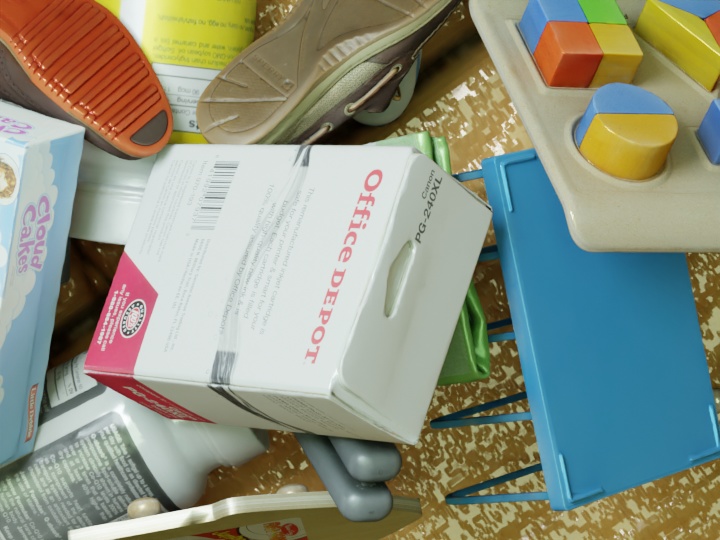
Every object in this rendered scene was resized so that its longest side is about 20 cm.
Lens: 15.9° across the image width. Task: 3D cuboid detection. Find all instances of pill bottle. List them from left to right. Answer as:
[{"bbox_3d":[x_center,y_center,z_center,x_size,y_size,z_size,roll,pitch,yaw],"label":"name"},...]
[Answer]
[{"bbox_3d":[-0.163,0.111,1.561,0.199,0.116,0.117,-27,91,5],"label":"pill bottle"},{"bbox_3d":[-0.123,-0.116,1.549,0.113,0.114,0.202,7,93,3],"label":"pill bottle"}]

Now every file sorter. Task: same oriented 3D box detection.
[{"bbox_3d":[0.108,0.030,1.518,0.138,0.122,0.202,-13,92,-40],"label":"file sorter"}]

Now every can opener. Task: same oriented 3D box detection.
[{"bbox_3d":[-0.035,0.075,1.487,0.066,0.200,0.053,-3,121,-25],"label":"can opener"}]

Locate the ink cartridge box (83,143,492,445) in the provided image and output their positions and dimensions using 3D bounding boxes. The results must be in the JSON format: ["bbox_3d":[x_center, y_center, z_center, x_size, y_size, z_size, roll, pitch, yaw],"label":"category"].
[{"bbox_3d":[-0.041,0.011,1.424,0.199,0.083,0.146,3,68,43],"label":"ink cartridge box"}]

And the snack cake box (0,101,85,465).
[{"bbox_3d":[-0.235,0.003,1.469,0.114,0.067,0.201,18,109,21],"label":"snack cake box"}]

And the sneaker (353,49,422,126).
[{"bbox_3d":[0.007,-0.188,1.558,0.071,0.072,0.202,2,94,2],"label":"sneaker"}]

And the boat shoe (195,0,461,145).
[{"bbox_3d":[-0.007,-0.126,1.517,0.200,0.072,0.072,-43,58,-10],"label":"boat shoe"}]

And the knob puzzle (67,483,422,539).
[{"bbox_3d":[-0.063,0.148,1.522,0.218,0.220,0.031,-11,73,4],"label":"knob puzzle"}]

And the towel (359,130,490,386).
[{"bbox_3d":[0.000,0.000,1.523,0.031,0.199,0.150,-16,95,-37],"label":"towel"}]

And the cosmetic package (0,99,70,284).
[{"bbox_3d":[-0.233,-0.090,1.572,0.106,0.090,0.202,0,95,7],"label":"cosmetic package"}]

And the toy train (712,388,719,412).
[{"bbox_3d":[0.252,-0.007,1.558,0.149,0.056,0.201,-24,91,4],"label":"toy train"}]

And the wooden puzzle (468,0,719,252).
[{"bbox_3d":[0.175,-0.100,1.478,0.184,0.046,0.201,0,50,-25],"label":"wooden puzzle"}]

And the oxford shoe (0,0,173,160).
[{"bbox_3d":[-0.191,-0.126,1.493,0.200,0.071,0.073,42,140,10],"label":"oxford shoe"}]
